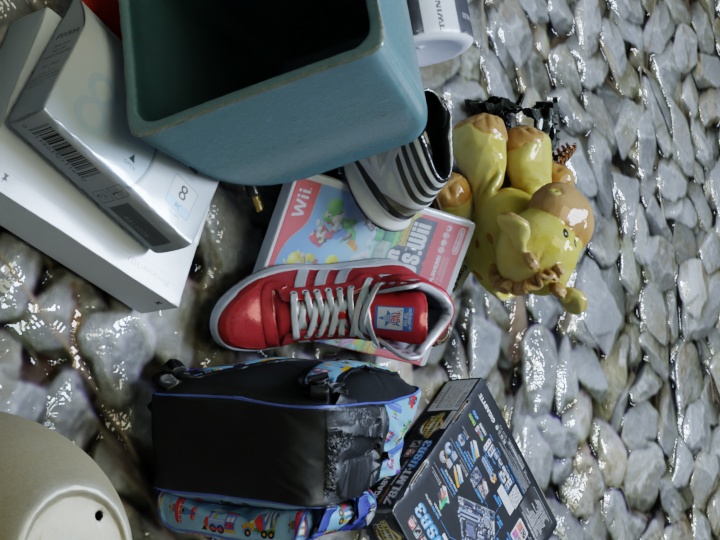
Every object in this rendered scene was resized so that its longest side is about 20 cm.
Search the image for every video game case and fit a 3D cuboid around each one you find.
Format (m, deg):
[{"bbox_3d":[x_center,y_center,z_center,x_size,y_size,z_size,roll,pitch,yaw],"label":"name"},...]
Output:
[{"bbox_3d":[0.000,0.000,1.234,0.200,0.017,0.143,15,98,-33],"label":"video game case"}]

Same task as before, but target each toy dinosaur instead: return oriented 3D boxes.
[{"bbox_3d":[0.164,-0.116,1.485,0.200,0.102,0.136,-40,130,-64],"label":"toy dinosaur"}]

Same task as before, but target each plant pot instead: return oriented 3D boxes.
[{"bbox_3d":[-0.049,-0.170,1.057,0.200,0.195,0.197,43,34,-59],"label":"plant pot"},{"bbox_3d":[-0.230,0.190,0.925,0.200,0.134,0.201,9,77,-47],"label":"plant pot"}]

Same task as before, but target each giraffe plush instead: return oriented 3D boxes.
[{"bbox_3d":[0.154,-0.039,1.334,0.172,0.162,0.201,15,94,-25],"label":"giraffe plush"}]

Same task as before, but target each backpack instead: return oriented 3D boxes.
[{"bbox_3d":[-0.050,0.136,1.119,0.200,0.182,0.135,-3,94,-61],"label":"backpack"}]

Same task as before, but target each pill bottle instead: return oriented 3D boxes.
[{"bbox_3d":[0.041,-0.303,1.335,0.106,0.106,0.201,-2,79,-49],"label":"pill bottle"}]

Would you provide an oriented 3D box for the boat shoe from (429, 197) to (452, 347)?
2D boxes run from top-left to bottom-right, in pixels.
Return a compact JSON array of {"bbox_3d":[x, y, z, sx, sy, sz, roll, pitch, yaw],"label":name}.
[{"bbox_3d":[0.060,-0.013,1.321,0.075,0.075,0.203,-46,126,-42],"label":"boat shoe"}]

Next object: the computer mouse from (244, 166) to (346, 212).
[{"bbox_3d":[-0.037,-0.068,1.224,0.140,0.046,0.201,-34,112,-45],"label":"computer mouse"}]

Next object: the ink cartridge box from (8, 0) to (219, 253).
[{"bbox_3d":[-0.159,-0.139,1.053,0.160,0.047,0.200,44,52,-35],"label":"ink cartridge box"}]

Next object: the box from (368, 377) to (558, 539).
[{"bbox_3d":[0.101,0.242,1.361,0.199,0.050,0.200,-49,120,-40],"label":"box"}]

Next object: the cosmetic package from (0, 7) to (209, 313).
[{"bbox_3d":[-0.203,-0.079,1.064,0.200,0.052,0.151,38,53,-39],"label":"cosmetic package"}]

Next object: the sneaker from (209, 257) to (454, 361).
[{"bbox_3d":[-0.017,0.037,1.157,0.199,0.112,0.071,-12,111,-27],"label":"sneaker"}]

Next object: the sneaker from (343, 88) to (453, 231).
[{"bbox_3d":[0.016,-0.144,1.179,0.076,0.115,0.201,-22,77,-48],"label":"sneaker"}]
